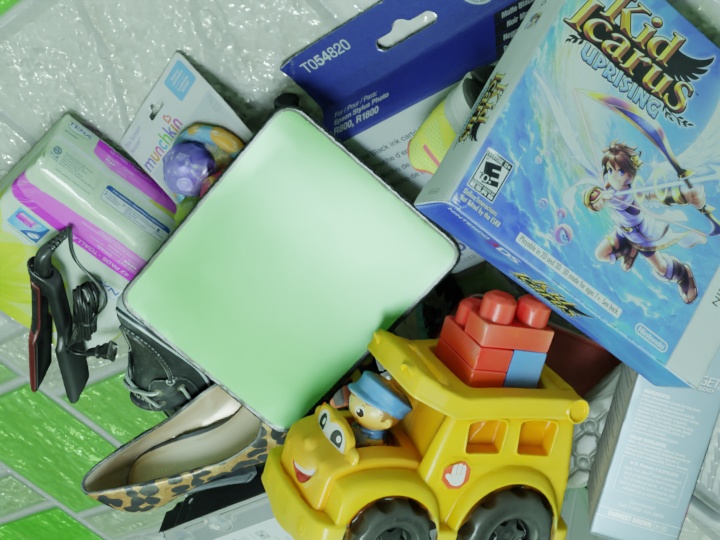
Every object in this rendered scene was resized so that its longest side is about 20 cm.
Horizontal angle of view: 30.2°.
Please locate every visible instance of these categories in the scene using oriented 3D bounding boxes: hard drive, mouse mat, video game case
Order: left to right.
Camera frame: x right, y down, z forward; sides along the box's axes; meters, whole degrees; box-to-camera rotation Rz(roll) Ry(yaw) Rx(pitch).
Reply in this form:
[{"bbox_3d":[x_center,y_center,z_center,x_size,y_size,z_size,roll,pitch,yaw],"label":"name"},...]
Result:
[{"bbox_3d":[-0.050,0.004,0.915,0.161,0.008,0.200,40,112,-7],"label":"mouse mat"},{"bbox_3d":[-0.059,0.224,1.128,0.200,0.038,0.140,-26,122,40],"label":"hard drive"},{"bbox_3d":[0.157,-0.058,0.781,0.200,0.181,0.045,35,165,-20],"label":"video game case"}]

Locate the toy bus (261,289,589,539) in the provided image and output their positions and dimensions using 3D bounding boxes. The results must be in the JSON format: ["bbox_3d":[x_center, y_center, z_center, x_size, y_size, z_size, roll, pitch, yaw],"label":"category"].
[{"bbox_3d":[0.052,0.099,0.901,0.200,0.136,0.192,3,112,-25],"label":"toy bus"}]

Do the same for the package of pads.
[{"bbox_3d":[-0.225,-0.018,1.062,0.154,0.068,0.200,38,138,-20],"label":"package of pads"}]

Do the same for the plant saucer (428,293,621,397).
[{"bbox_3d":[0.100,0.111,1.029,0.200,0.037,0.200,22,116,-31],"label":"plant saucer"}]

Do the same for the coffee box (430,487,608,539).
[{"bbox_3d":[0.151,0.278,1.253,0.200,0.080,0.114,-23,126,39],"label":"coffee box"}]

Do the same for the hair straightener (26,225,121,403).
[{"bbox_3d":[-0.222,0.040,1.051,0.077,0.041,0.200,18,136,2],"label":"hair straightener"}]

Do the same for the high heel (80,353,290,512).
[{"bbox_3d":[-0.123,0.117,0.992,0.142,0.071,0.200,-6,144,-30],"label":"high heel"}]

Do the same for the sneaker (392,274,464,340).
[{"bbox_3d":[0.000,0.000,0.992,0.086,0.078,0.200,-6,135,31],"label":"sneaker"}]

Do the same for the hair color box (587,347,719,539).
[{"bbox_3d":[0.209,0.078,0.902,0.061,0.099,0.200,15,102,6],"label":"hair color box"}]

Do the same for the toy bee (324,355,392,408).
[{"bbox_3d":[-0.024,0.094,1.085,0.200,0.109,0.131,36,139,49],"label":"toy bee"}]

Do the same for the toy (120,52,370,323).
[{"bbox_3d":[-0.096,-0.042,0.942,0.200,0.047,0.115,46,136,1],"label":"toy"}]

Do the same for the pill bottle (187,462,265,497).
[{"bbox_3d":[-0.044,0.182,1.190,0.200,0.113,0.113,19,141,1],"label":"pill bottle"}]

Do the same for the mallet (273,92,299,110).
[{"bbox_3d":[-0.054,-0.048,0.990,0.041,0.066,0.200,34,131,26],"label":"mallet"}]

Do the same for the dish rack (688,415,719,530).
[{"bbox_3d":[0.315,0.132,1.050,0.172,0.044,0.200,37,137,-23],"label":"dish rack"}]

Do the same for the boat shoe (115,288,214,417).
[{"bbox_3d":[-0.147,0.081,1.035,0.072,0.071,0.200,35,167,28],"label":"boat shoe"}]

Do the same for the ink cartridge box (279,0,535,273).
[{"bbox_3d":[0.074,-0.098,0.875,0.200,0.041,0.200,-25,125,40],"label":"ink cartridge box"}]

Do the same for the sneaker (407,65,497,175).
[{"bbox_3d":[0.111,-0.040,0.844,0.200,0.078,0.090,45,134,-16],"label":"sneaker"}]

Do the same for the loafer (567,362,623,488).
[{"bbox_3d":[0.218,0.087,0.992,0.200,0.070,0.070,-37,86,16],"label":"loafer"}]
